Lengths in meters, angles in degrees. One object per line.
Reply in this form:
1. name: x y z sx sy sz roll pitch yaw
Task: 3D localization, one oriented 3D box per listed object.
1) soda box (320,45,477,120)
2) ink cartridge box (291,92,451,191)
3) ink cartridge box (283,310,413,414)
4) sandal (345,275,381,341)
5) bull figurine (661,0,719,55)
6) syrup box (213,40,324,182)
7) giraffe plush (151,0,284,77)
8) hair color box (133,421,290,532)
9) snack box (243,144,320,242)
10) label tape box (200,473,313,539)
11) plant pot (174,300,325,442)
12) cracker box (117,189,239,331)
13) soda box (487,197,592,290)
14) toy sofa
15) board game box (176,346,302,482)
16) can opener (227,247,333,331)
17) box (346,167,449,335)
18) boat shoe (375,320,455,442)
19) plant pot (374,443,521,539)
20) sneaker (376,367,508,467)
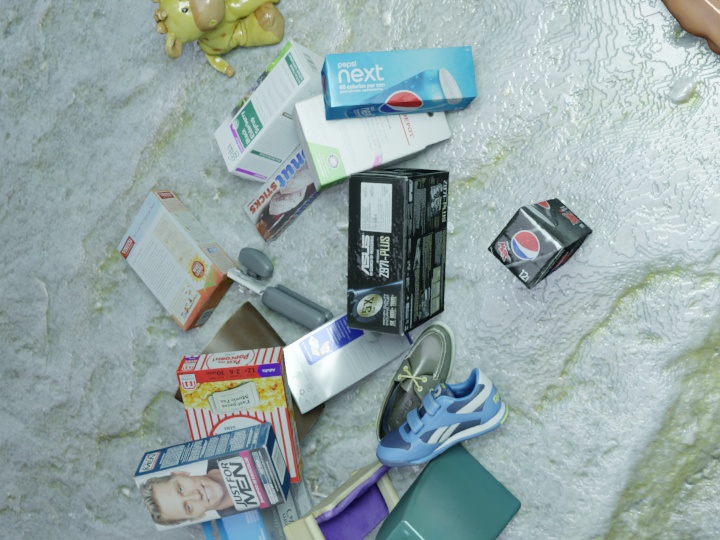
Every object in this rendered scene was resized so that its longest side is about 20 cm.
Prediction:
1. soda box: 0.049 -0.244 0.977 0.194 0.064 0.070 -6 87 -9
2. ink cartridge box: 0.015 -0.199 1.036 0.195 0.067 0.120 -20 90 -9
3. ink cartridge box: -0.026 0.121 1.122 0.197 0.039 0.101 -28 84 -10
4. sandal: 0.004 0.001 1.100 0.049 0.082 0.209 -9 79 30
5. bull figurine: 0.370 -0.307 0.826 0.065 0.121 0.202 -40 80 26
6. syrup box: -0.126 -0.232 1.120 0.199 0.080 0.080 -42 60 26
7. giraffe plush: -0.230 -0.392 1.111 0.198 0.161 0.175 -34 83 27
8. hair color box: -0.206 0.292 1.055 0.194 0.061 0.102 -15 111 8
9. snack box: -0.101 -0.134 1.164 0.199 0.024 0.073 -42 77 27
10. label tape box: -0.160 0.376 1.180 0.062 0.199 0.148 -17 91 29
11. plant pot: -0.157 0.186 1.177 0.198 0.187 0.188 37 114 1
12. cracker box: -0.312 -0.019 1.278 0.200 0.057 0.135 47 115 13
13. soda box: 0.222 -0.038 0.906 0.071 0.199 0.064 44 113 13
14. toy sofa: -0.011 0.358 1.099 0.097 0.198 0.084 -32 83 33
15. board game box: -0.170 0.215 1.081 0.147 0.047 0.205 -6 113 4
16. can opener: -0.130 0.032 1.191 0.197 0.052 0.068 31 111 20
17. box: 0.054 -0.033 1.019 0.084 0.163 0.206 6 102 26
18. boat shoe: 0.079 0.171 1.097 0.071 0.060 0.206 30 111 20
19. plant pot: 0.105 0.361 1.036 0.141 0.199 0.143 41 115 15
20. sneaker: 0.105 0.204 1.047 0.196 0.074 0.084 -27 108 0
